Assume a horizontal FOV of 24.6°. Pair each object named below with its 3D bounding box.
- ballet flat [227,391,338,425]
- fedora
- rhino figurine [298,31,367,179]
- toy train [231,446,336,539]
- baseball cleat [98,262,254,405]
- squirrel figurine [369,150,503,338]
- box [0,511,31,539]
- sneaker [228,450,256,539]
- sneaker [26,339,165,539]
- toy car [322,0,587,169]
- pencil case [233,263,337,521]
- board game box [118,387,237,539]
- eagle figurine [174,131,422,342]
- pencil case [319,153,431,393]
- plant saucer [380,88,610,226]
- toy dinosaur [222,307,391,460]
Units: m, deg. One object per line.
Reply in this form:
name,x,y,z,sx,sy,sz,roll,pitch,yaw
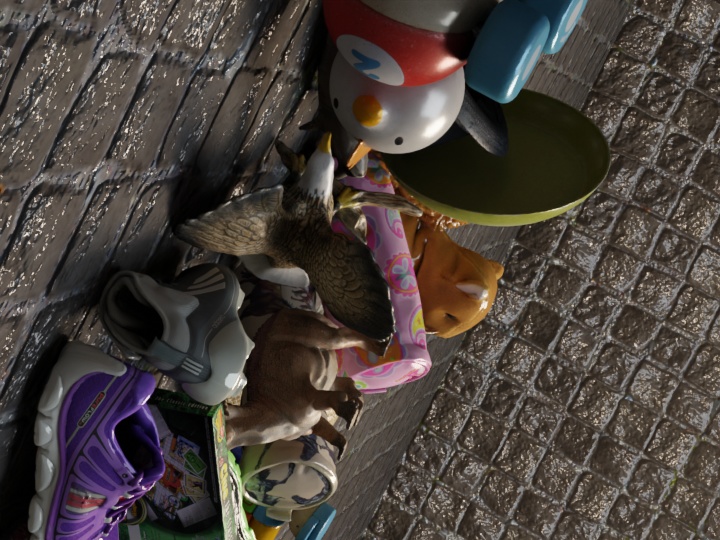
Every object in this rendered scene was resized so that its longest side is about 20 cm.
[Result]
ballet flat,-0.082,0.120,1.434,0.199,0.070,0.066,11,100,-50
fedora,0.045,-0.158,1.371,0.091,0.202,0.201,-28,177,14
rhino figurine,0.001,-0.148,1.266,0.060,0.087,0.201,-25,148,-38
toy train,-0.109,0.255,1.482,0.201,0.115,0.085,-61,166,23
baseball cleat,-0.127,0.022,1.123,0.070,0.106,0.200,-55,-160,4
squirrel figurine,0.050,-0.038,1.503,0.201,0.186,0.141,-64,170,13
box,-0.238,0.230,1.197,0.137,0.037,0.200,-68,169,22
sneaker,-0.129,0.191,1.251,0.084,0.076,0.201,-63,144,-44
sneaker,-0.170,0.140,1.088,0.081,0.083,0.201,-64,167,-49
toy car,0.025,-0.139,1.113,0.177,0.183,0.201,-48,163,-53
pencil case,-0.066,0.094,1.323,0.090,0.077,0.201,103,-18,-56
board game box,-0.140,0.165,1.170,0.024,0.104,0.201,-64,157,-51
eagle figurine,-0.044,-0.028,1.210,0.200,0.151,0.152,-77,151,-61
pencil case,0.000,0.000,1.384,0.088,0.087,0.201,84,-8,-73
plant saucer,0.114,-0.095,1.418,0.200,0.199,0.031,-51,153,-46
toy dinosaur,-0.059,0.073,1.228,0.200,0.135,0.086,-62,174,-53
